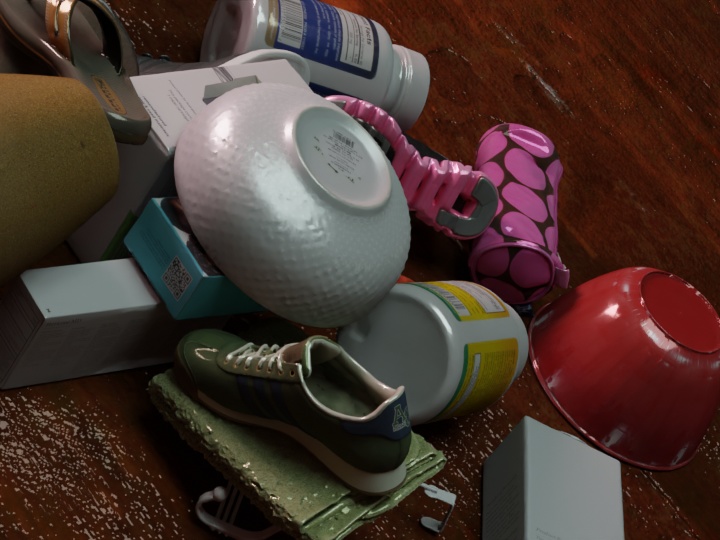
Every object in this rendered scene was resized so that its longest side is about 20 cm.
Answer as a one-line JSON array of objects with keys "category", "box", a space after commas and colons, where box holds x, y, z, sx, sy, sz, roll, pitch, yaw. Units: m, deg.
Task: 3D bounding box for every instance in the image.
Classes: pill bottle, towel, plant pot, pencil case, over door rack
[{"category": "pill bottle", "box": [-0.039, -0.191, 1.871, 0.199, 0.111, 0.112, 16, 41, -29]}, {"category": "towel", "box": [-0.050, 0.118, 1.493, 0.148, 0.037, 0.200, -26, 53, -37]}, {"category": "pill bottle", "box": [0.066, 0.065, 1.659, 0.113, 0.113, 0.200, 50, 20, 16]}, {"category": "plant pot", "box": [-0.276, -0.061, 1.410, 0.199, 0.187, 0.187, -21, 64, -31]}, {"category": "pencil case", "box": [0.151, -0.054, 1.913, 0.093, 0.091, 0.201, -1, 42, 6]}, {"category": "over door rack", "box": [-0.015, 0.173, 1.532, 0.199, 0.067, 0.148, 32, 37, -9]}]

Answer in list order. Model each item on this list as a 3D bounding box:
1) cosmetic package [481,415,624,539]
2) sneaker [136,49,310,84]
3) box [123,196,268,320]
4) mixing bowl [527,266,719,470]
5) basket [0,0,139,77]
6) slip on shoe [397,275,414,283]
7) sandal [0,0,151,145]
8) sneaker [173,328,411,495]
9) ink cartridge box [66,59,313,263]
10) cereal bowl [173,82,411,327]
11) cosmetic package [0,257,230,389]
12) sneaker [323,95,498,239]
[{"category": "cosmetic package", "box": [0.154, 0.223, 1.623, 0.101, 0.074, 0.201, 27, 35, -16]}, {"category": "sneaker", "box": [-0.140, -0.162, 1.750, 0.199, 0.071, 0.099, -20, 35, -39]}, {"category": "box", "box": [-0.079, -0.015, 1.556, 0.199, 0.049, 0.083, -5, 52, -48]}, {"category": "mixing bowl", "box": [0.265, 0.072, 1.856, 0.199, 0.109, 0.201, 24, 38, -21]}, {"category": "basket", "box": [-0.295, -0.142, 1.579, 0.179, 0.137, 0.200, 32, 39, 5]}, {"category": "slip on shoe", "box": [0.000, 0.000, 1.724, 0.199, 0.061, 0.075, 33, 35, -33]}, {"category": "sandal", "box": [-0.212, -0.173, 1.513, 0.081, 0.055, 0.200, 3, 39, -44]}, {"category": "sneaker", "box": [-0.045, 0.075, 1.445, 0.199, 0.090, 0.067, 29, 44, 21]}, {"category": "ink cartridge box", "box": [-0.136, -0.085, 1.640, 0.199, 0.146, 0.084, -13, 58, -48]}, {"category": "cereal bowl", "box": [-0.038, -0.062, 1.521, 0.199, 0.083, 0.201, 26, 43, -27]}, {"category": "cosmetic package", "box": [-0.184, 0.033, 1.522, 0.199, 0.083, 0.051, -7, 55, -46]}, {"category": "sneaker", "box": [0.029, -0.097, 1.827, 0.199, 0.079, 0.095, 31, 7, -22]}]
